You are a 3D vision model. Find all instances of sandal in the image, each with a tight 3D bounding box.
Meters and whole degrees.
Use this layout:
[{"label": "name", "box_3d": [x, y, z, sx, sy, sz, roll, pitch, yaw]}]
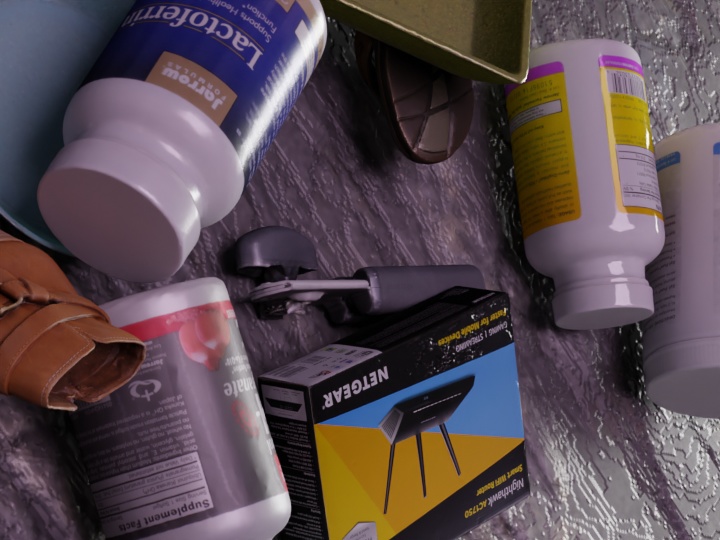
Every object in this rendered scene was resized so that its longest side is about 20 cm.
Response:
[{"label": "sandal", "box_3d": [0.022, -0.159, 1.510, 0.082, 0.055, 0.200, -3, 63, -39]}]

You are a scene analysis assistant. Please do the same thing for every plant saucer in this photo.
[{"label": "plant saucer", "box_3d": [-0.181, -0.099, 1.307, 0.200, 0.036, 0.201, 16, 66, -39]}, {"label": "plant saucer", "box_3d": [0.024, -0.226, 1.486, 0.199, 0.048, 0.200, 22, 50, -19]}]

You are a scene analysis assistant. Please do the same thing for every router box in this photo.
[{"label": "router box", "box_3d": [0.026, 0.109, 1.386, 0.200, 0.051, 0.150, -24, 113, -44]}]

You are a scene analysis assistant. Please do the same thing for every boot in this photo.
[{"label": "boot", "box_3d": [-0.224, 0.034, 1.139, 0.155, 0.074, 0.200, 33, 37, 24]}]

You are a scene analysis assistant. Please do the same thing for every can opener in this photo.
[{"label": "can opener", "box_3d": [0.000, 0.000, 1.429, 0.200, 0.053, 0.067, -2, 78, -44]}]

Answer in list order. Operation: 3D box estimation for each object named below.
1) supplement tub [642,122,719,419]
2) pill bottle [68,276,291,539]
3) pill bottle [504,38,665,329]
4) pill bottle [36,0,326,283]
[{"label": "supplement tub", "box_3d": [0.281, 0.000, 1.636, 0.132, 0.132, 0.201, 21, 63, -37]}, {"label": "pill bottle", "box_3d": [-0.105, 0.113, 1.252, 0.111, 0.111, 0.201, -14, 85, -45]}, {"label": "pill bottle", "box_3d": [0.166, -0.062, 1.570, 0.104, 0.104, 0.201, 7, 71, -41]}, {"label": "pill bottle", "box_3d": [-0.106, -0.096, 1.270, 0.116, 0.116, 0.200, 44, 50, -23]}]
